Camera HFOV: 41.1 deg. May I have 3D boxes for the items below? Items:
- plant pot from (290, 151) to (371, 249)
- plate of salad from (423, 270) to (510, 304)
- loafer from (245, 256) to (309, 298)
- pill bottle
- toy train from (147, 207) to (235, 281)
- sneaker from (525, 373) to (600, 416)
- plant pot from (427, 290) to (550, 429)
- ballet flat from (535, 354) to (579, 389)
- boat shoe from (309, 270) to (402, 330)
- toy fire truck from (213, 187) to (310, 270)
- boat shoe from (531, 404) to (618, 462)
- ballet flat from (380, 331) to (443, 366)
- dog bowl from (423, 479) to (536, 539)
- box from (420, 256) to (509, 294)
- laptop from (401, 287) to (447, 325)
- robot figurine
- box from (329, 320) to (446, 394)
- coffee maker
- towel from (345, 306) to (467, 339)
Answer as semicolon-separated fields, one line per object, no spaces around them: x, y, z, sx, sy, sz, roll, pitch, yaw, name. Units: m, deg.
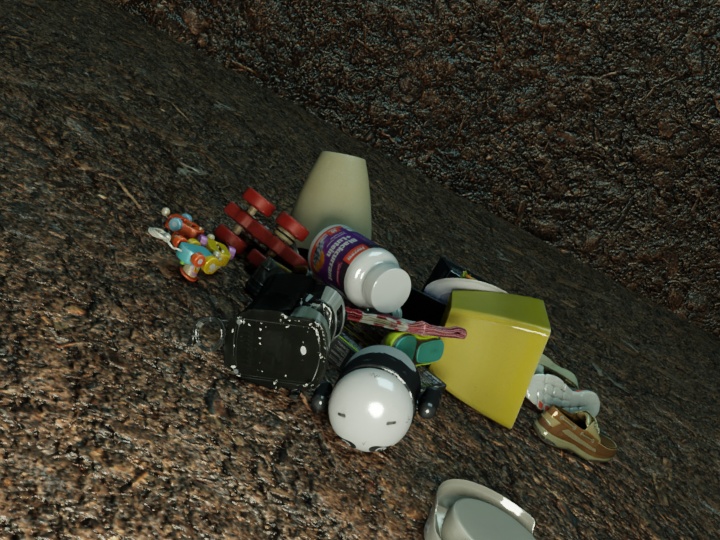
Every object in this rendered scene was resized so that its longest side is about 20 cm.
-0.054;-0.137;1.963;0.186;0.201;0.187;10;2;0;plant pot
0.226;0.057;1.920;0.199;0.048;0.200;13;-26;6;plate of salad
-0.108;0.027;1.698;0.200;0.072;0.073;14;21;-49;loafer
0.000;0.000;1.701;0.111;0.112;0.200;18;10;-39;pill bottle
-0.292;-0.039;1.607;0.150;0.056;0.200;29;12;-3;toy train
0.394;0.261;1.959;0.199;0.077;0.082;23;-10;-28;sneaker
0.228;0.141;1.777;0.176;0.201;0.200;20;16;1;plant pot
0.391;0.222;2.056;0.199;0.070;0.070;24;17;-25;ballet flat
-0.013;0.052;1.808;0.202;0.075;0.065;33;21;24;boat shoe
-0.170;-0.057;1.812;0.200;0.112;0.168;37;-2;17;toy fire truck
0.416;0.305;1.810;0.199;0.074;0.076;21;18;-31;boat shoe
0.071;0.130;1.592;0.067;0.067;0.200;15;4;28;ballet flat
0.169;0.355;1.225;0.200;0.059;0.200;28;16;-9;dog bowl
0.248;0.073;2.127;0.200;0.104;0.182;30;10;-6;box
0.124;0.070;1.942;0.177;0.104;0.200;27;16;-15;laptop
0.022;0.182;1.376;0.125;0.150;0.200;52;14;-4;robot figurine
0.029;0.156;1.609;0.200;0.044;0.160;38;17;24;box
-0.124;0.076;1.406;0.192;0.135;0.200;29;15;-2;coffee maker
0.061;0.085;1.612;0.199;0.023;0.144;10;-1;35;towel
